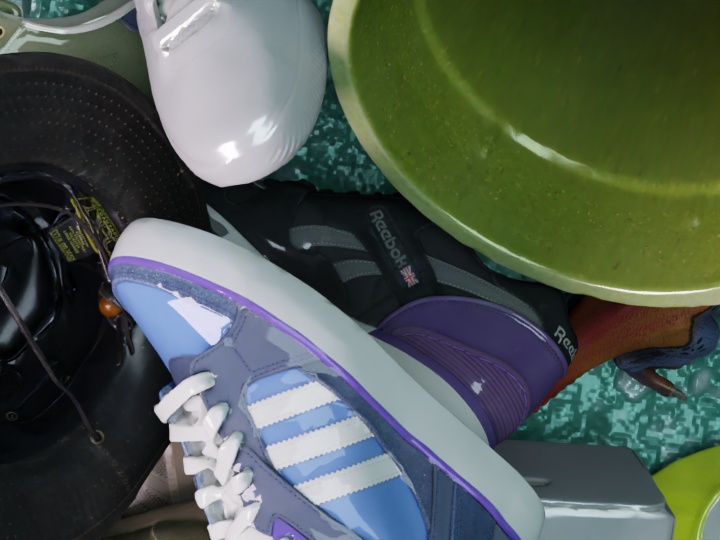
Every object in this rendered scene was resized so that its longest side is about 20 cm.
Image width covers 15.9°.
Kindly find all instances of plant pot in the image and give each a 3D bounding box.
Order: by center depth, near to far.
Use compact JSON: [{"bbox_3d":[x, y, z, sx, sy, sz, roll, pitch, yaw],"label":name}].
[{"bbox_3d":[0.115,-0.121,0.973,0.200,0.200,0.190,34,53,-9],"label":"plant pot"}]

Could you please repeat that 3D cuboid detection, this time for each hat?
[{"bbox_3d":[-0.149,0.015,0.977,0.200,0.081,0.201,-3,94,-41],"label":"hat"}]

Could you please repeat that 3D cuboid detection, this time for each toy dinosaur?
[{"bbox_3d":[0.144,0.010,1.031,0.105,0.181,0.200,47,67,-4],"label":"toy dinosaur"}]

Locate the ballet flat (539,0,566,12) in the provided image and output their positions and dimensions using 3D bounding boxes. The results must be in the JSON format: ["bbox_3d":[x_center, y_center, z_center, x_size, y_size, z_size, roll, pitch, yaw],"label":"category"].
[{"bbox_3d":[0.047,-0.141,1.065,0.071,0.071,0.200,-25,97,-5],"label":"ballet flat"}]

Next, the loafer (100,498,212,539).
[{"bbox_3d":[-0.123,0.143,1.025,0.200,0.067,0.076,-25,97,29],"label":"loafer"}]

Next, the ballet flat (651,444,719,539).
[{"bbox_3d":[0.205,0.102,1.105,0.200,0.067,0.067,-10,96,-7],"label":"ballet flat"}]

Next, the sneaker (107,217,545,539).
[{"bbox_3d":[-0.041,0.092,0.938,0.200,0.081,0.146,39,69,-7],"label":"sneaker"}]

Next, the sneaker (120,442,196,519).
[{"bbox_3d":[-0.104,0.069,1.061,0.075,0.070,0.200,-11,95,-1],"label":"sneaker"}]

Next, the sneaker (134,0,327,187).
[{"bbox_3d":[-0.071,-0.122,0.970,0.075,0.200,0.088,-29,142,20],"label":"sneaker"}]

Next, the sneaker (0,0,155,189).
[{"bbox_3d":[-0.150,-0.070,1.039,0.200,0.067,0.090,-23,108,-12],"label":"sneaker"}]

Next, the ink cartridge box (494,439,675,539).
[{"bbox_3d":[0.042,0.172,1.063,0.146,0.083,0.200,4,106,-8],"label":"ink cartridge box"}]

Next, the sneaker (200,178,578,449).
[{"bbox_3d":[0.000,0.000,1.046,0.200,0.076,0.088,37,68,26],"label":"sneaker"}]
